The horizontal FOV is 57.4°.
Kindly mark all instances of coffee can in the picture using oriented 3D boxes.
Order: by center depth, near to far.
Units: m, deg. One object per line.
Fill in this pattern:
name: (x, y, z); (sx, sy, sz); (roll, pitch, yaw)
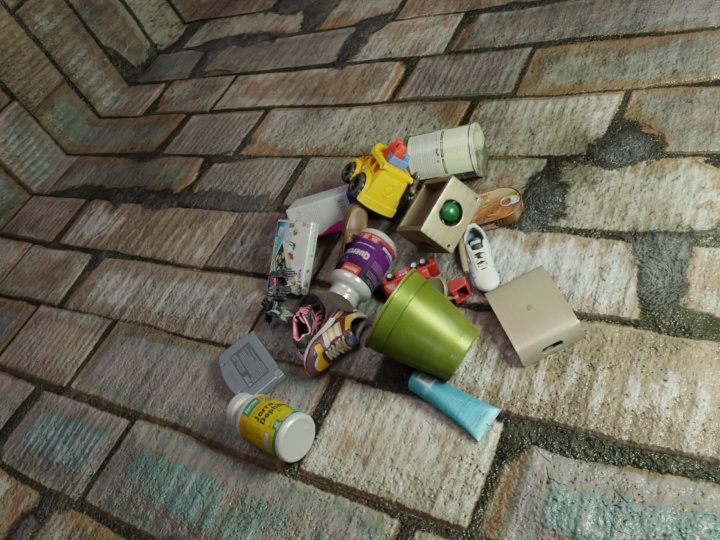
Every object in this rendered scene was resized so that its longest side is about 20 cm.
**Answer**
coffee can: (0.231, -0.313, 1.798); (0.199, 0.147, 0.147); (-6, 49, 26)

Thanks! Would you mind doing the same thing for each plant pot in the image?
plant pot: (0.142, 0.131, 1.402); (0.192, 0.201, 0.201); (32, 68, 11)

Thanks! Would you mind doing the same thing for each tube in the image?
tube: (0.188, 0.272, 1.368); (0.199, 0.050, 0.078); (28, 78, 39)

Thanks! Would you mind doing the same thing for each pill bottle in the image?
pill bottle: (-0.208, 0.345, 1.482); (0.199, 0.113, 0.113); (14, 60, 39)
pill bottle: (0.000, 0.000, 1.622); (0.112, 0.113, 0.200); (11, 56, 37)

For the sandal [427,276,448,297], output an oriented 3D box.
sandal: (0.120, 0.089, 1.531); (0.200, 0.054, 0.081); (-35, 68, 15)

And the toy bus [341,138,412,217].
toy bus: (0.057, -0.271, 1.761); (0.192, 0.135, 0.200); (-56, 31, 21)

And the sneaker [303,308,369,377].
sneaker: (-0.058, 0.173, 1.579); (0.090, 0.075, 0.201); (9, 57, 43)

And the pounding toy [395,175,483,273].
pounding toy: (0.206, -0.111, 1.595); (0.185, 0.142, 0.200); (-59, 18, -8)

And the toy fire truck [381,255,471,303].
toy fire truck: (0.155, 0.040, 1.593); (0.199, 0.049, 0.142); (-24, 45, 10)

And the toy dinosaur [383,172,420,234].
toy dinosaur: (0.132, -0.162, 1.780); (0.088, 0.047, 0.201); (30, 98, 19)

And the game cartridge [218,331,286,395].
game cartridge: (-0.282, 0.252, 1.670); (0.133, 0.041, 0.200); (-36, 43, -9)

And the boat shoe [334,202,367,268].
boat shoe: (-0.015, -0.077, 1.723); (0.068, 0.071, 0.201); (-146, 65, -72)

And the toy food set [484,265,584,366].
toy food set: (0.371, 0.094, 1.420); (0.143, 0.060, 0.201); (-27, 51, 5)

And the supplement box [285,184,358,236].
supplement box: (-0.095, -0.166, 1.869); (0.199, 0.102, 0.103); (-14, 21, 18)

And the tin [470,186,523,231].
tin: (0.317, -0.150, 1.681); (0.199, 0.042, 0.112); (-16, 49, 19)

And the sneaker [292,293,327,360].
sneaker: (-0.136, 0.125, 1.656); (0.079, 0.096, 0.201); (-19, 43, 16)

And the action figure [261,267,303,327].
action figure: (-0.206, 0.077, 1.712); (0.101, 0.200, 0.120); (12, 62, -6)

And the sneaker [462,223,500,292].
sneaker: (0.281, -0.030, 1.567); (0.071, 0.073, 0.201); (-20, 46, 11)

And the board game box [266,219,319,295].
board game box: (-0.187, -0.037, 1.810); (0.126, 0.035, 0.201); (6, 84, 34)
